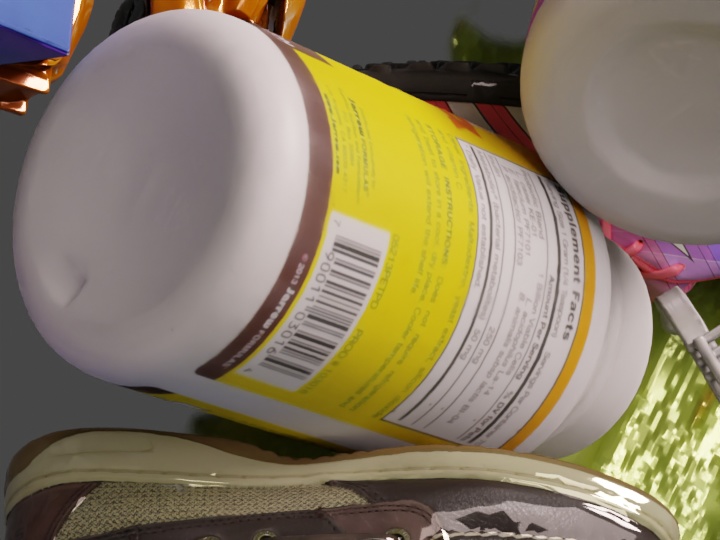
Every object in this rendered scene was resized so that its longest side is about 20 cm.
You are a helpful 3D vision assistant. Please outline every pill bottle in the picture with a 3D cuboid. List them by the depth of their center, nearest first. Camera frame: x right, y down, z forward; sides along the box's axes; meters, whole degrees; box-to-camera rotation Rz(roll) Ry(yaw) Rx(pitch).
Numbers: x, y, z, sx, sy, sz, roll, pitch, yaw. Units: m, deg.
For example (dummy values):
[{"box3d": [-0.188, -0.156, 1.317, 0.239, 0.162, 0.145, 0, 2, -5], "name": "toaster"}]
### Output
[{"box3d": [0.000, 0.000, 0.900, 0.200, 0.109, 0.110, 21, 61, -47], "name": "pill bottle"}, {"box3d": [0.113, -0.103, 0.952, 0.104, 0.104, 0.200, 35, 35, -13], "name": "pill bottle"}]

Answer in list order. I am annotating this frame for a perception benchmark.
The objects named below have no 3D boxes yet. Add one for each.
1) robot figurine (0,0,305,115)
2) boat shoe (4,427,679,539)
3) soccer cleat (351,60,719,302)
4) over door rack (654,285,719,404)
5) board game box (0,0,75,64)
[{"box3d": [-0.069, -0.136, 0.962, 0.145, 0.058, 0.201, 17, 66, -26], "name": "robot figurine"}, {"box3d": [-0.007, 0.091, 0.877, 0.199, 0.073, 0.065, 2, 55, 4], "name": "boat shoe"}, {"box3d": [0.082, -0.027, 1.007, 0.199, 0.068, 0.073, 9, 94, -20], "name": "soccer cleat"}, {"box3d": [0.207, 0.059, 0.979, 0.147, 0.067, 0.200, -32, 81, 3], "name": "over door rack"}, {"box3d": [-0.132, -0.172, 0.850, 0.134, 0.045, 0.201, 20, 71, -49], "name": "board game box"}]
